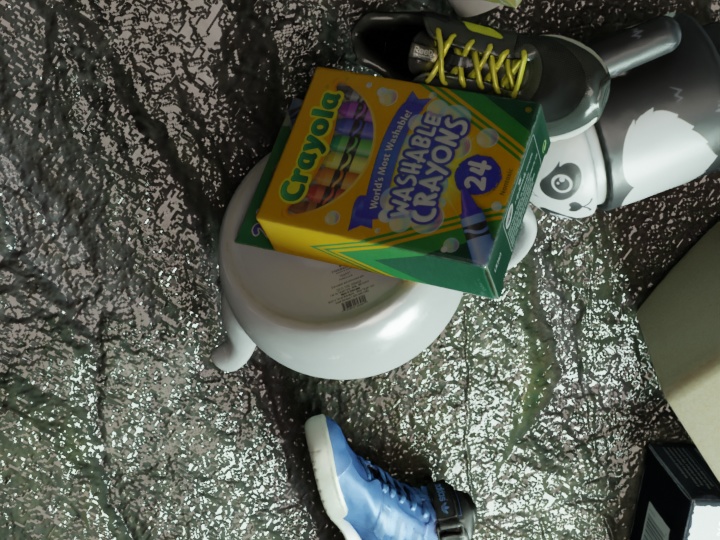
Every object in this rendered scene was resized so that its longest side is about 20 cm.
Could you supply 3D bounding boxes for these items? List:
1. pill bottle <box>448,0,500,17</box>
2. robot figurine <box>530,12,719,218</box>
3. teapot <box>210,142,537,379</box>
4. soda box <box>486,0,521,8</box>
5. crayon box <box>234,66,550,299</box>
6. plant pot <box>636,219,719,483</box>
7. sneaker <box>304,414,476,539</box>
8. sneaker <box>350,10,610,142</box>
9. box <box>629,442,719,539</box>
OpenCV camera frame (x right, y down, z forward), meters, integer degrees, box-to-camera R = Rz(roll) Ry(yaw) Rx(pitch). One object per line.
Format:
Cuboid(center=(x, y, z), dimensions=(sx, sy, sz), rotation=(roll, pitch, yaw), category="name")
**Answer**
Cuboid(center=(0.049, -0.278, 1.057), dimensions=(0.112, 0.113, 0.201), rotation=(-34, 113, 3), category="pill bottle")
Cuboid(center=(0.201, -0.114, 1.142), dimensions=(0.198, 0.125, 0.152), rotation=(-19, 108, -4), category="robot figurine")
Cuboid(center=(0.000, 0.000, 1.135), dimensions=(0.199, 0.198, 0.146), rotation=(-60, 153, -18), category="teapot")
Cuboid(center=(0.123, -0.270, 0.986), dimensions=(0.064, 0.068, 0.201), rotation=(34, 92, -23), category="soda box")
Cuboid(center=(0.015, -0.064, 1.051), dimensions=(0.198, 0.127, 0.052), rotation=(11, 156, 22), category="crayon box")
Cuboid(center=(0.330, 0.069, 1.208), dimensions=(0.176, 0.201, 0.201), rotation=(-31, 113, 14), category="plant pot")
Cuboid(center=(0.032, 0.183, 1.244), dimensions=(0.110, 0.077, 0.202), rotation=(-21, 117, 4), category="sneaker")
Cuboid(center=(0.076, -0.136, 1.072), dimensions=(0.084, 0.198, 0.076), rotation=(1, 102, -55), category="sneaker")
Cuboid(center=(0.337, 0.237, 1.311), dimensions=(0.197, 0.104, 0.150), rotation=(4, 109, -13), category="box")
